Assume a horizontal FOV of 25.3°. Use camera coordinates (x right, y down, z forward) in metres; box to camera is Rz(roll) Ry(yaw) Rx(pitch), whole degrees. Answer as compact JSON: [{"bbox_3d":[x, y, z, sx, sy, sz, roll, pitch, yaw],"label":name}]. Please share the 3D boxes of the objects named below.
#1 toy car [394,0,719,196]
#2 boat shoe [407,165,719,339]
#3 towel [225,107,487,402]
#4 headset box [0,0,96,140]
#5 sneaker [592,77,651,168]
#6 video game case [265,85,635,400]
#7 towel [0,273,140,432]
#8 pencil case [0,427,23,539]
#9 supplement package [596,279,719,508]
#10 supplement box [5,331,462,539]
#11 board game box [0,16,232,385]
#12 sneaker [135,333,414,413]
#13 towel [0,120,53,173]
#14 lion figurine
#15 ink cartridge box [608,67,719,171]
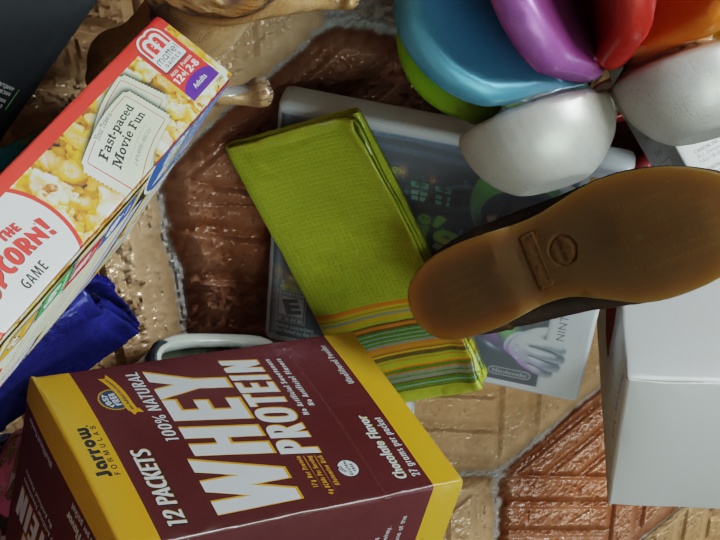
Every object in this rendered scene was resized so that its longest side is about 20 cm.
[{"bbox_3d":[0.103,-0.139,0.782,0.199,0.176,0.150,-17,174,18],"label":"toy car"},{"bbox_3d":[0.123,-0.013,0.861,0.199,0.071,0.070,-13,-179,29],"label":"boat shoe"},{"bbox_3d":[0.000,0.000,0.928,0.086,0.018,0.200,-14,123,20],"label":"towel"},{"bbox_3d":[-0.236,-0.111,0.692,0.174,0.093,0.200,22,116,-43],"label":"headset box"},{"bbox_3d":[0.106,-0.058,0.942,0.200,0.087,0.074,-30,97,9],"label":"sneaker"},{"bbox_3d":[0.045,-0.011,0.937,0.199,0.023,0.182,12,131,6],"label":"video game case"},{"bbox_3d":[-0.220,0.063,0.865,0.200,0.050,0.148,-35,171,-3],"label":"towel"},{"bbox_3d":[-0.143,0.155,1.013,0.200,0.086,0.083,20,98,-42],"label":"pencil case"},{"bbox_3d":[0.216,0.037,1.023,0.119,0.200,0.122,2,133,3],"label":"supplement package"},{"bbox_3d":[-0.081,0.160,0.897,0.199,0.133,0.198,-7,130,-31],"label":"supplement box"},{"bbox_3d":[-0.148,-0.001,0.699,0.152,0.046,0.200,-48,-174,49],"label":"board game box"},{"bbox_3d":[-0.049,0.078,0.988,0.199,0.073,0.071,2,153,-28],"label":"sneaker"},{"bbox_3d":[-0.189,-0.009,0.772,0.022,0.200,0.147,39,109,-2],"label":"towel"},{"bbox_3d":[-0.083,-0.118,0.758,0.122,0.073,0.200,-10,151,-41],"label":"lion figurine"},{"bbox_3d":[0.202,-0.151,0.893,0.161,0.200,0.050,-27,172,-14],"label":"ink cartridge box"}]
